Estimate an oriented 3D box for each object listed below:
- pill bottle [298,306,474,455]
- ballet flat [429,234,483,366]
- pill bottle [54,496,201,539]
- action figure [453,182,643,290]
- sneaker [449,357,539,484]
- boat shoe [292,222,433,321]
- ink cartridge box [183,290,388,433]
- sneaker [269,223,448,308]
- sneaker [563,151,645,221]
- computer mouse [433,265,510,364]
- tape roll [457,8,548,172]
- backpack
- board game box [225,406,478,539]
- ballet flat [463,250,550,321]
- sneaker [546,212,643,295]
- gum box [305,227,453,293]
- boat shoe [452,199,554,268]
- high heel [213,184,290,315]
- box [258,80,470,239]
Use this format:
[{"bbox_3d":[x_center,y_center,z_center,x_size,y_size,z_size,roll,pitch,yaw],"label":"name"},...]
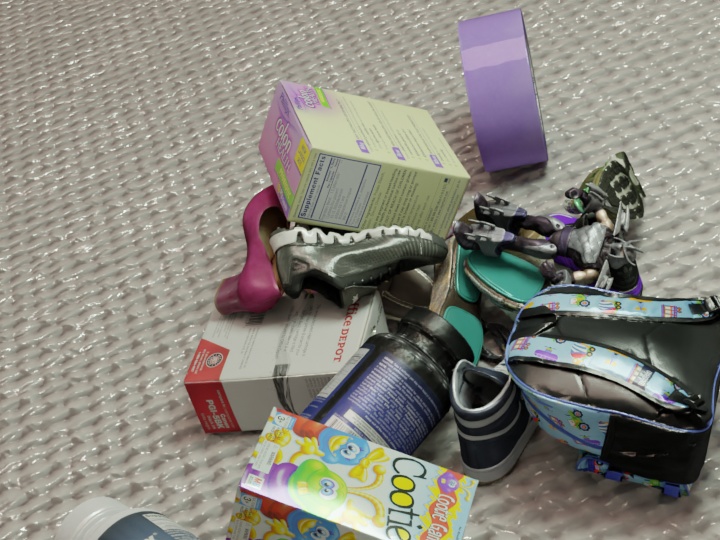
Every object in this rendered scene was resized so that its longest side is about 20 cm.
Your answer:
[{"bbox_3d":[0.021,0.135,1.332,0.112,0.112,0.200,25,64,44],"label":"pill bottle"},{"bbox_3d":[0.101,0.051,1.477,0.067,0.068,0.201,-34,33,46],"label":"ballet flat"},{"bbox_3d":[-0.198,0.292,1.236,0.199,0.120,0.119,21,49,42],"label":"pill bottle"},{"bbox_3d":[0.206,-0.033,1.419,0.199,0.070,0.131,11,59,27],"label":"action figure"},{"bbox_3d":[0.150,0.110,1.345,0.070,0.109,0.200,6,41,29],"label":"sneaker"},{"bbox_3d":[0.010,-0.007,1.532,0.199,0.060,0.072,31,62,5],"label":"boat shoe"},{"bbox_3d":[-0.077,0.101,1.477,0.199,0.083,0.147,-5,36,17],"label":"ink cartridge box"},{"bbox_3d":[0.000,0.000,1.459,0.199,0.067,0.091,0,68,-8],"label":"sneaker"},{"bbox_3d":[0.283,-0.083,1.566,0.088,0.077,0.200,-28,0,20],"label":"sneaker"},{"bbox_3d":[0.135,0.042,1.518,0.059,0.034,0.200,-37,41,12],"label":"computer mouse"},{"bbox_3d":[0.186,-0.233,1.721,0.084,0.201,0.201,-10,35,9],"label":"tape roll"},{"bbox_3d":[0.239,0.105,1.260,0.199,0.135,0.183,11,44,15],"label":"backpack"},{"bbox_3d":[-0.009,0.222,1.196,0.199,0.103,0.105,19,42,4],"label":"board game box"},{"bbox_3d":[0.200,0.040,1.445,0.199,0.072,0.072,21,48,24],"label":"ballet flat"},{"bbox_3d":[0.260,-0.033,1.500,0.069,0.100,0.200,-22,36,-11],"label":"sneaker"},{"bbox_3d":[0.012,-0.043,1.651,0.200,0.066,0.113,-36,40,-24],"label":"gum box"},{"bbox_3d":[0.170,-0.033,1.576,0.072,0.065,0.200,-38,20,-8],"label":"boat shoe"},{"bbox_3d":[-0.094,-0.031,1.524,0.096,0.067,0.201,-13,46,37],"label":"high heel"},{"bbox_3d":[0.000,-0.126,1.552,0.199,0.097,0.176,9,30,-23],"label":"box"}]
